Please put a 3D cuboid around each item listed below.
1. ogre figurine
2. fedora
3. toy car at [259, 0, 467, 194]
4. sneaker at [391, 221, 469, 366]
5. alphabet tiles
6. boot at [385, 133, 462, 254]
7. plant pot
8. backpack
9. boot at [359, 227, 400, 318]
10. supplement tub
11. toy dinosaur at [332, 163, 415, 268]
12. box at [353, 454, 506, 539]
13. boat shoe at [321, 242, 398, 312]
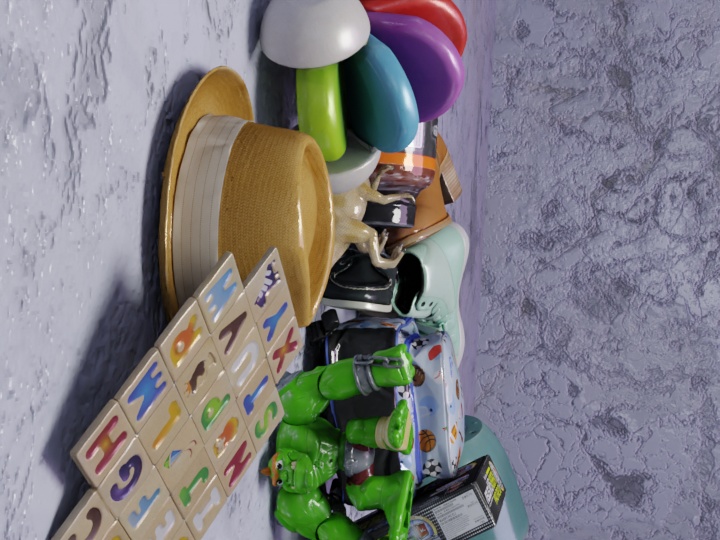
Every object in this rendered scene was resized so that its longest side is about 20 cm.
[{"bbox_3d":[-0.016,0.160,0.909,0.098,0.119,0.201,-64,154,-54],"label":"ogre figurine"},{"bbox_3d":[-0.064,-0.027,0.690,0.201,0.081,0.203,4,90,-79],"label":"fedora"},{"bbox_3d":[0.011,-0.166,0.864,0.176,0.149,0.201,83,15,-44],"label":"toy car"},{"bbox_3d":[0.062,0.053,1.202,0.118,0.073,0.202,-26,125,-52],"label":"sneaker"},{"bbox_3d":[-0.092,0.088,0.600,0.201,0.006,0.167,-56,155,-30],"label":"alphabet tiles"},{"bbox_3d":[0.043,-0.117,1.162,0.156,0.076,0.200,61,34,-16],"label":"boot"},{"bbox_3d":[0.130,0.303,1.554,0.201,0.199,0.162,-55,135,-70],"label":"plant pot"},{"bbox_3d":[0.029,0.128,1.086,0.191,0.153,0.202,-75,165,-84],"label":"backpack"},{"bbox_3d":[0.046,-0.032,1.310,0.200,0.073,0.152,-40,134,-64],"label":"boot"},{"bbox_3d":[0.024,-0.144,1.061,0.107,0.106,0.202,-3,97,-79],"label":"supplement tub"},{"bbox_3d":[-0.012,-0.039,0.980,0.058,0.101,0.202,-2,-113,62],"label":"toy dinosaur"},{"bbox_3d":[0.038,0.248,1.030,0.045,0.199,0.160,63,10,5],"label":"box"},{"bbox_3d":[0.002,0.000,1.063,0.199,0.074,0.067,-29,127,-81],"label":"boat shoe"}]
